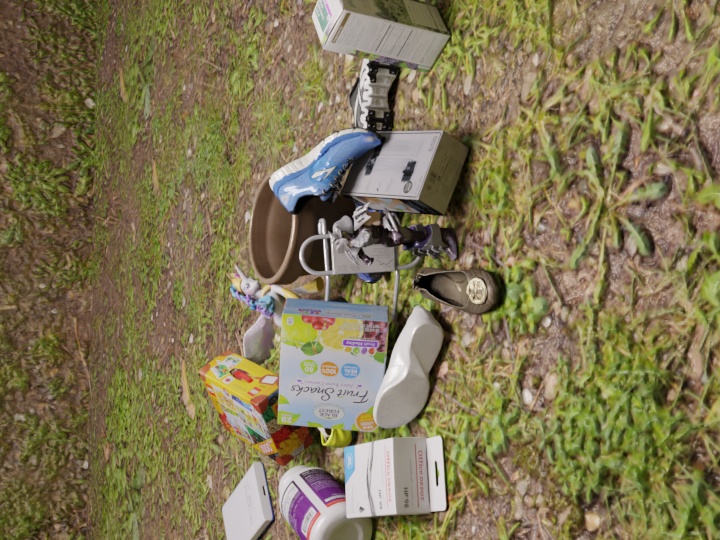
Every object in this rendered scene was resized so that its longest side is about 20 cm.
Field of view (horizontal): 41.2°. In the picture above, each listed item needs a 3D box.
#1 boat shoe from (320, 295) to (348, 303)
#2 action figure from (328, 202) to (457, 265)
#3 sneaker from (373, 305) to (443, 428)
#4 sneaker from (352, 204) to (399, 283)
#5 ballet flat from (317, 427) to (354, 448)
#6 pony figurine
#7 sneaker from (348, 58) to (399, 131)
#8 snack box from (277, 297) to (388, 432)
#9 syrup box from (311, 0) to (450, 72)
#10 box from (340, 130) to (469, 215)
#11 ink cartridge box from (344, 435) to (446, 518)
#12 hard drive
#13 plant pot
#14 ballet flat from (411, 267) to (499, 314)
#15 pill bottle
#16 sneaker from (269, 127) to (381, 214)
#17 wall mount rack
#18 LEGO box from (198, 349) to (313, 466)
[{"bbox_3d":[-0.038,0.143,1.615,0.074,0.075,0.201,0,105,55],"label":"boat shoe"},{"bbox_3d":[0.042,-0.050,1.423,0.130,0.199,0.070,-25,64,58],"label":"action figure"},{"bbox_3d":[0.072,0.149,1.489,0.089,0.075,0.201,-115,45,-63],"label":"sneaker"},{"bbox_3d":[0.024,-0.078,1.598,0.078,0.075,0.201,-2,85,56],"label":"sneaker"},{"bbox_3d":[-0.065,0.213,1.674,0.067,0.067,0.201,-30,72,57],"label":"ballet flat"},{"bbox_3d":[-0.145,0.080,1.781,0.199,0.167,0.194,9,130,34],"label":"pony figurine"},{"bbox_3d":[0.017,-0.320,1.654,0.090,0.066,0.201,14,100,59],"label":"sneaker"},{"bbox_3d":[-0.044,0.152,1.526,0.068,0.168,0.201,-83,-4,-67],"label":"snack box"},{"bbox_3d":[0.032,-0.382,1.497,0.082,0.199,0.079,-56,41,41],"label":"syrup box"},{"bbox_3d":[0.065,-0.154,1.487,0.200,0.060,0.117,9,75,52],"label":"box"},{"bbox_3d":[0.050,0.321,1.486,0.200,0.066,0.116,-29,60,57],"label":"ink cartridge box"},{"bbox_3d":[-0.241,0.514,2.030,0.200,0.025,0.132,-56,39,41],"label":"hard drive"},{"bbox_3d":[-0.082,-0.067,1.680,0.200,0.174,0.201,-17,70,59],"label":"plant pot"},{"bbox_3d":[0.134,0.024,1.403,0.200,0.046,0.068,14,98,61],"label":"ballet flat"},{"bbox_3d":[-0.068,0.412,1.641,0.200,0.112,0.113,30,112,60],"label":"pill bottle"},{"bbox_3d":[-0.046,-0.155,1.522,0.200,0.078,0.089,-32,78,20],"label":"sneaker"},{"bbox_3d":[0.000,0.000,1.533,0.075,0.199,0.175,177,89,-81],"label":"wall mount rack"},{"bbox_3d":[-0.192,0.250,1.758,0.200,0.077,0.149,18,135,48],"label":"LEGO box"}]
